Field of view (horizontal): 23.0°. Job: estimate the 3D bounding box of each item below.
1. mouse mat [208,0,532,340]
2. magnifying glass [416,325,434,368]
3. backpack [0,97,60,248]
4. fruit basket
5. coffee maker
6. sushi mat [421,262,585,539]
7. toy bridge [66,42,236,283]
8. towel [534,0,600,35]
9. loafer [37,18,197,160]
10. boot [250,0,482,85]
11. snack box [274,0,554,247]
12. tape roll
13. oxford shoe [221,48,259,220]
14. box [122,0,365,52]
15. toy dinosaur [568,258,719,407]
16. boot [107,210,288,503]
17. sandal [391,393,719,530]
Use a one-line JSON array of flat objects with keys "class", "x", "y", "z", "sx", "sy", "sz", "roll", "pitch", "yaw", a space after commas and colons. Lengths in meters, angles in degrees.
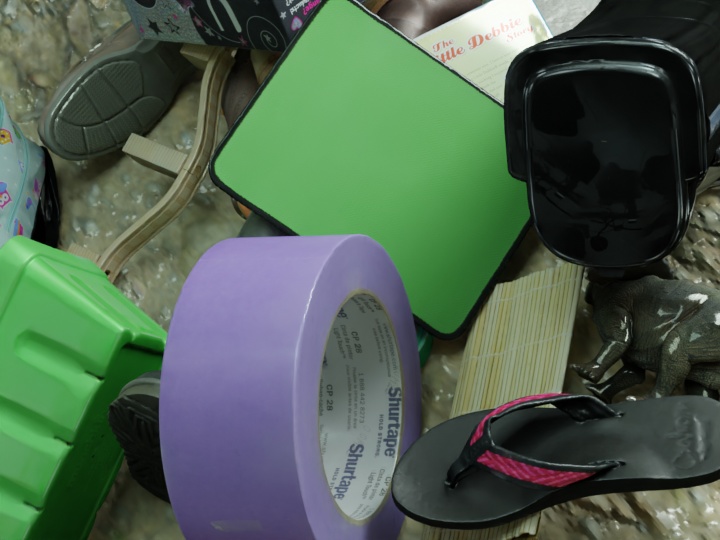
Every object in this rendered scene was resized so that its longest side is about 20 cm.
[{"class": "mouse mat", "x": 0.020, "y": -0.070, "z": 1.155, "sx": 0.200, "sy": 0.008, "sz": 0.161, "roll": 34, "pitch": 74, "yaw": -1}, {"class": "magnifying glass", "x": 0.000, "y": 0.000, "z": 1.209, "sx": 0.079, "sy": 0.022, "sz": 0.200, "roll": -17, "pitch": 47, "yaw": 5}, {"class": "backpack", "x": -0.303, "y": -0.046, "z": 1.304, "sx": 0.166, "sy": 0.127, "sz": 0.201, "roll": -11, "pitch": 47, "yaw": 19}, {"class": "fruit basket", "x": -0.244, "y": 0.073, "z": 1.149, "sx": 0.215, "sy": 0.155, "sz": 0.217, "roll": -2, "pitch": 81, "yaw": 16}, {"class": "coffee maker", "x": 0.162, "y": -0.115, "z": 1.074, "sx": 0.134, "sy": 0.193, "sz": 0.200, "roll": -24, "pitch": 6, "yaw": 26}, {"class": "sushi mat", "x": 0.087, "y": 0.085, "z": 1.087, "sx": 0.095, "sy": 0.012, "sz": 0.201, "roll": -20, "pitch": 43, "yaw": 41}, {"class": "toy bridge", "x": -0.142, "y": -0.080, "z": 1.291, "sx": 0.067, "sy": 0.027, "sz": 0.201, "roll": 23, "pitch": 80, "yaw": 38}, {"class": "towel", "x": 0.173, "y": -0.218, "z": 1.302, "sx": 0.132, "sy": 0.035, "sz": 0.200, "roll": -28, "pitch": 48, "yaw": 0}, {"class": "loafer", "x": -0.179, "y": -0.158, "z": 1.388, "sx": 0.200, "sy": 0.072, "sz": 0.063, "roll": -45, "pitch": 33, "yaw": -23}, {"class": "boot", "x": 0.034, "y": -0.119, "z": 1.268, "sx": 0.199, "sy": 0.072, "sz": 0.167, "roll": -21, "pitch": 66, "yaw": -23}, {"class": "snack box", "x": 0.053, "y": -0.098, "z": 1.191, "sx": 0.199, "sy": 0.037, "sz": 0.116, "roll": -27, "pitch": 85, "yaw": -15}, {"class": "tape roll", "x": -0.036, "y": 0.080, "z": 1.042, "sx": 0.085, "sy": 0.200, "sz": 0.201, "roll": -1, "pitch": 53, "yaw": 23}, {"class": "oxford shoe", "x": -0.070, "y": -0.112, "z": 1.311, "sx": 0.073, "sy": 0.071, "sz": 0.201, "roll": -23, "pitch": 44, "yaw": 41}, {"class": "box", "x": -0.083, "y": -0.236, "z": 1.268, "sx": 0.132, "sy": 0.115, "sz": 0.200, "roll": -40, "pitch": 30, "yaw": -27}, {"class": "toy dinosaur", "x": 0.191, "y": 0.043, "z": 1.061, "sx": 0.200, "sy": 0.077, "sz": 0.102, "roll": 26, "pitch": 80, "yaw": 40}, {"class": "boot", "x": -0.082, "y": 0.038, "z": 1.126, "sx": 0.072, "sy": 0.182, "sz": 0.200, "roll": 31, "pitch": 67, "yaw": 3}, {"class": "sandal", "x": 0.112, "y": 0.098, "z": 1.004, "sx": 0.199, "sy": 0.045, "sz": 0.075, "roll": -10, "pitch": 52, "yaw": 10}]
